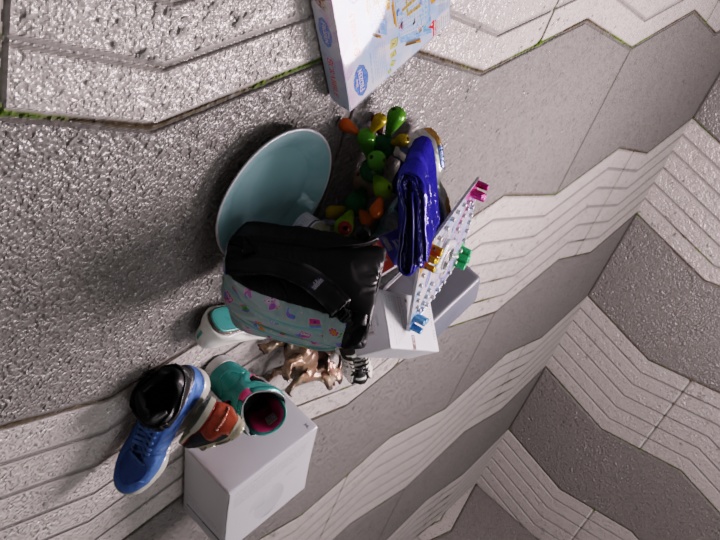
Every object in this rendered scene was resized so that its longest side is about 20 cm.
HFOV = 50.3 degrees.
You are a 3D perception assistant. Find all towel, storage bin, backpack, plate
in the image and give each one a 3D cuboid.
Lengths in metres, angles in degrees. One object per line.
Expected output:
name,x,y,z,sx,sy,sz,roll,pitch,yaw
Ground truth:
towel,0.085,-0.096,1.074,0.200,0.049,0.149,-68,160,-65
storage bin,0.134,0.037,1.484,0.200,0.134,0.146,-41,153,-25
backpack,-0.077,0.020,0.961,0.168,0.198,0.127,-77,178,-49
plate,-0.116,-0.100,0.996,0.200,0.026,0.201,-39,153,-25

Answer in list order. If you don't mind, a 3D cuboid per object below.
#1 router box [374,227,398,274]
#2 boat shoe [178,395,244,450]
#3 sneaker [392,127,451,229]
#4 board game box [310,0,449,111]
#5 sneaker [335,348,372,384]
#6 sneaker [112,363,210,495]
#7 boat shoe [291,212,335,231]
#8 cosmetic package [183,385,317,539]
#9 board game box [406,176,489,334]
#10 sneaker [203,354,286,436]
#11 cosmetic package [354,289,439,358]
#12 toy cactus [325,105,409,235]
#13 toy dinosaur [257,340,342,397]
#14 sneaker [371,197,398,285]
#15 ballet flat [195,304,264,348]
router box,0.000,0.000,1.161,0.179,0.049,0.200,-32,178,22
boat shoe,-0.221,0.233,1.132,0.072,0.062,0.200,-66,-168,-27
sneaker,0.091,-0.126,1.221,0.087,0.075,0.202,-17,118,-8
board game box,0.030,-0.327,0.924,0.199,0.041,0.201,-44,155,-18
sneaker,0.000,0.161,1.396,0.075,0.088,0.200,-14,167,-5
sneaker,-0.290,0.214,1.046,0.201,0.076,0.111,-54,162,-5
boat shoe,-0.052,-0.035,1.113,0.072,0.062,0.200,-52,169,6
cosmetic package,-0.195,0.344,1.336,0.199,0.123,0.201,-31,150,-38
board game box,0.141,-0.020,1.236,0.200,0.026,0.201,-51,159,-33
sneaker,-0.158,0.211,1.201,0.084,0.121,0.200,-48,148,-6
cosmetic package,0.059,0.095,1.311,0.074,0.103,0.199,-16,167,28
toy cactus,0.004,-0.135,1.088,0.165,0.101,0.202,120,-15,-82
toy dinosaur,-0.094,0.134,1.282,0.135,0.086,0.201,-38,148,-28
sneaker,0.051,-0.067,1.283,0.201,0.074,0.082,-59,156,-13
ballet flat,-0.162,0.077,1.121,0.199,0.069,0.070,-6,130,-52
